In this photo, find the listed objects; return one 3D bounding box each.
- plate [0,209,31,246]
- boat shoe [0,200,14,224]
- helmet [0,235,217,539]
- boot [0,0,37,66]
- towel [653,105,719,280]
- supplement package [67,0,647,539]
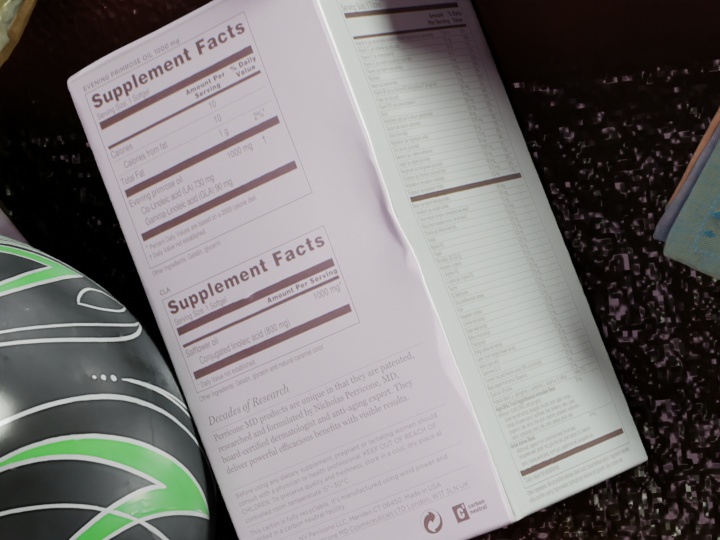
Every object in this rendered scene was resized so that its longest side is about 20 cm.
[{"bbox_3d":[-0.193,0.051,1.110,0.199,0.032,0.200,-29,108,30],"label":"plate"},{"bbox_3d":[-0.217,-0.056,1.135,0.076,0.071,0.201,-37,79,41],"label":"boat shoe"},{"bbox_3d":[-0.147,0.080,0.979,0.200,0.191,0.200,39,155,22],"label":"helmet"},{"bbox_3d":[-0.205,-0.176,1.102,0.199,0.066,0.176,17,69,10],"label":"boot"},{"bbox_3d":[0.194,-0.052,0.861,0.146,0.022,0.201,25,129,1],"label":"towel"},{"bbox_3d":[0.000,0.000,0.987,0.109,0.114,0.201,-24,85,30],"label":"supplement package"}]
